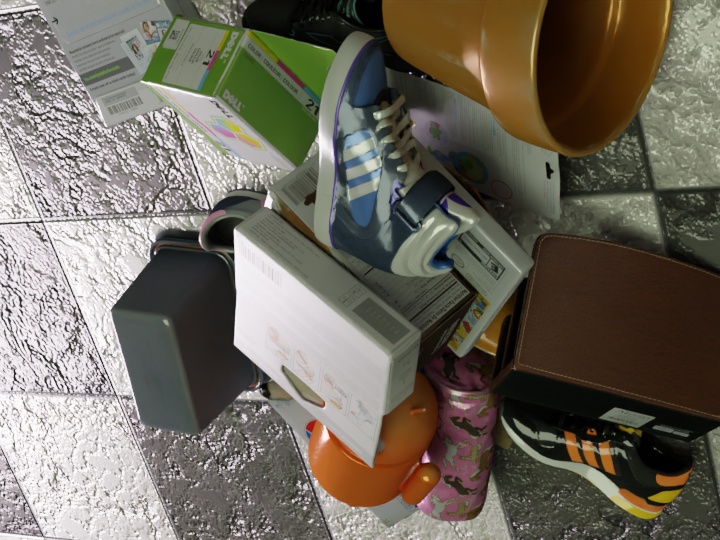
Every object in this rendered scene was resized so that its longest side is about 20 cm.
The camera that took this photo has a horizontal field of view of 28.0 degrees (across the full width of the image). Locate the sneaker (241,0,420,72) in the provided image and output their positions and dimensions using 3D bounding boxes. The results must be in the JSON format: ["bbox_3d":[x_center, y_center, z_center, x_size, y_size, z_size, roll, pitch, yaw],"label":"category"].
[{"bbox_3d":[-0.020,-0.230,1.296,0.199,0.076,0.079,7,161,21],"label":"sneaker"}]

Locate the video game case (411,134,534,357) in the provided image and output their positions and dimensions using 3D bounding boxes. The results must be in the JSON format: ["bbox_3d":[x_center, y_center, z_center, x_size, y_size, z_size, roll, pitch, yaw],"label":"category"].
[{"bbox_3d":[0.057,-0.033,1.330,0.200,0.023,0.182,47,151,11],"label":"video game case"}]

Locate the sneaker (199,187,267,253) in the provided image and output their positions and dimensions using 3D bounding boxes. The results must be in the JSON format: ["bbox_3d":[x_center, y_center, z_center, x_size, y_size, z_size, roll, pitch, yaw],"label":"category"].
[{"bbox_3d":[-0.073,-0.036,1.470,0.199,0.082,0.071,2,122,29],"label":"sneaker"}]

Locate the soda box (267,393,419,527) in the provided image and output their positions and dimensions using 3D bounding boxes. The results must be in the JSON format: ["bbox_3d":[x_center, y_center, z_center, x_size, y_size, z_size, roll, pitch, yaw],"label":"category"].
[{"bbox_3d":[-0.004,0.184,1.592,0.200,0.068,0.064,48,133,-6],"label":"soda box"}]

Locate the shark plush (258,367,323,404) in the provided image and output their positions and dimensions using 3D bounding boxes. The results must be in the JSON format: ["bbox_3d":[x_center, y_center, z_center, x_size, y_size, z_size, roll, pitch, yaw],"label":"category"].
[{"bbox_3d":[-0.020,0.104,1.539,0.199,0.083,0.091,22,112,-20],"label":"shark plush"}]

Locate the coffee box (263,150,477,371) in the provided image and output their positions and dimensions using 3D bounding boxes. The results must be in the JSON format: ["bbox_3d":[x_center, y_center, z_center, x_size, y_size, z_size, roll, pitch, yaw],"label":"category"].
[{"bbox_3d":[0.000,0.000,1.341,0.200,0.080,0.115,46,152,12],"label":"coffee box"}]

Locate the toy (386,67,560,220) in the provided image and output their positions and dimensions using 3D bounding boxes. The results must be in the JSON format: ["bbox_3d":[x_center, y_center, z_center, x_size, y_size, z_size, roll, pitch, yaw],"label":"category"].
[{"bbox_3d":[0.102,-0.130,1.321,0.199,0.047,0.116,20,144,26],"label":"toy"}]

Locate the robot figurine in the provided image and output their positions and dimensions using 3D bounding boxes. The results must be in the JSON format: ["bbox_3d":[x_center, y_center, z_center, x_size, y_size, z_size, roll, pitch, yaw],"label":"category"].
[{"bbox_3d":[0.010,0.159,1.437,0.116,0.145,0.200,1,147,-14],"label":"robot figurine"}]

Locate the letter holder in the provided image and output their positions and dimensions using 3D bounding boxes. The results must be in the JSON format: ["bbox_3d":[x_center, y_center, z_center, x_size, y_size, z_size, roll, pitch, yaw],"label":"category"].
[{"bbox_3d":[0.235,0.059,1.327,0.199,0.143,0.101,14,162,-3],"label":"letter holder"}]

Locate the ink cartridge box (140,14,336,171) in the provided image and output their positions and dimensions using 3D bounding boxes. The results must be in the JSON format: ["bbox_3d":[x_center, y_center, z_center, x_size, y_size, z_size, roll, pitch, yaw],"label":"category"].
[{"bbox_3d":[-0.079,-0.153,1.324,0.199,0.076,0.148,18,166,38],"label":"ink cartridge box"}]

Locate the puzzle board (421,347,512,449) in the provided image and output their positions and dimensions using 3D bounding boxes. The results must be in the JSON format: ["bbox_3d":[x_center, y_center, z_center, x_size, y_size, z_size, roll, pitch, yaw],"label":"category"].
[{"bbox_3d":[0.093,0.086,1.503,0.199,0.017,0.151,29,133,11],"label":"puzzle board"}]

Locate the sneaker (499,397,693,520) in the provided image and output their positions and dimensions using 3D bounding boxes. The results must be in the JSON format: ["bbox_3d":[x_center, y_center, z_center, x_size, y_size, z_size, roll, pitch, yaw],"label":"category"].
[{"bbox_3d":[0.238,0.164,1.437,0.199,0.070,0.090,32,129,-3],"label":"sneaker"}]

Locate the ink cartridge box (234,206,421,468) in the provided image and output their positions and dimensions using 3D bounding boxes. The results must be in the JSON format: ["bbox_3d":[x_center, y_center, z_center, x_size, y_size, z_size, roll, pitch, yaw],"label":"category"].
[{"bbox_3d":[-0.036,0.062,1.331,0.200,0.045,0.177,39,147,24],"label":"ink cartridge box"}]

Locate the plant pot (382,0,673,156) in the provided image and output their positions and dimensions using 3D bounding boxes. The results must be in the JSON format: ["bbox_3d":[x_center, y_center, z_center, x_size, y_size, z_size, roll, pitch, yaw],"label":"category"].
[{"bbox_3d":[0.125,-0.212,1.172,0.183,0.200,0.201,22,132,37],"label":"plant pot"}]

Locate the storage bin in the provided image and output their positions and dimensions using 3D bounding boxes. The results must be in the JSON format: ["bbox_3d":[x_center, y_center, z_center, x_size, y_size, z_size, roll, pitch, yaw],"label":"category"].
[{"bbox_3d":[-0.201,0.075,1.589,0.145,0.134,0.201,7,124,26],"label":"storage bin"}]

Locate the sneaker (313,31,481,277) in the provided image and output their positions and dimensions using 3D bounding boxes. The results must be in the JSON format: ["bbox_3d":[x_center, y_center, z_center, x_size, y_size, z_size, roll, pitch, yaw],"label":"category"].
[{"bbox_3d":[0.042,-0.090,1.216,0.146,0.081,0.201,18,117,20],"label":"sneaker"}]

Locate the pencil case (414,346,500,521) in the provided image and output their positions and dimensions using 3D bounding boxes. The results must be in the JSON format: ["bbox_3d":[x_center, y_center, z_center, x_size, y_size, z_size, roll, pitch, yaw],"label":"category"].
[{"bbox_3d":[0.098,0.167,1.491,0.086,0.083,0.201,13,129,10],"label":"pencil case"}]

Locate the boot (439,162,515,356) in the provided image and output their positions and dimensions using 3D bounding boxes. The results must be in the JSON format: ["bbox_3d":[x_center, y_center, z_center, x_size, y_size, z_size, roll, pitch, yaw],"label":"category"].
[{"bbox_3d":[0.105,-0.009,1.367,0.201,0.071,0.144,44,156,6],"label":"boot"}]

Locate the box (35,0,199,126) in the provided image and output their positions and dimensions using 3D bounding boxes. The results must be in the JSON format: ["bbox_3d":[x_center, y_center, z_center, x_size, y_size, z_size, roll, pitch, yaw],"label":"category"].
[{"bbox_3d":[-0.242,-0.256,1.445,0.155,0.041,0.201,-14,114,36],"label":"box"}]
